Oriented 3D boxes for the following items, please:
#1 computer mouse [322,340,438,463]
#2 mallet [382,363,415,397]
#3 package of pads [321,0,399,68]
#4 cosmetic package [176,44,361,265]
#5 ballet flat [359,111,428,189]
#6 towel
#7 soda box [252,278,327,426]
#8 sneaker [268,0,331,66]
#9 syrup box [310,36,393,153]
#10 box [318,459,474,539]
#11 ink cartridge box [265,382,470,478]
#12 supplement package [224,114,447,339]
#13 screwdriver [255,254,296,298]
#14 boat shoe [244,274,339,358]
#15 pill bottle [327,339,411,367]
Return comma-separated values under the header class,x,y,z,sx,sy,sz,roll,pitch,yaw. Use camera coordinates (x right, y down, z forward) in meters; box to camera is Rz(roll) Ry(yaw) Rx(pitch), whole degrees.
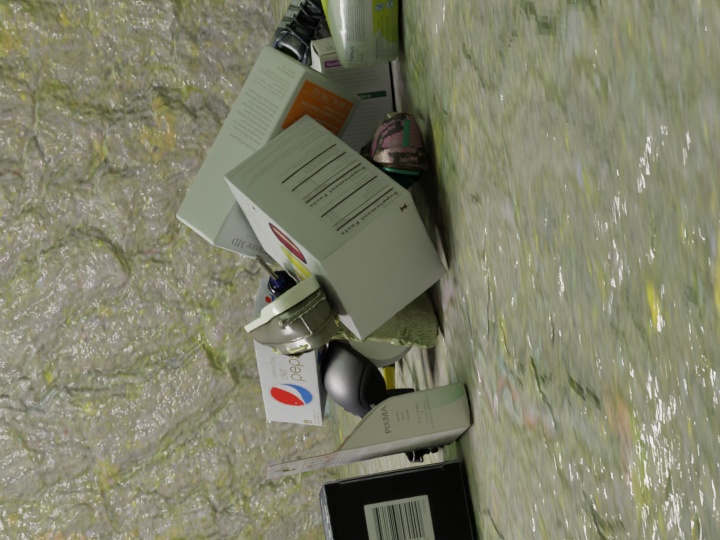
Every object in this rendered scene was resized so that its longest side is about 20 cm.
class,x,y,z,sx,sy,sz,roll,pitch,yaw
computer mouse,0.019,0.156,1.794,0.140,0.046,0.200,33,163,19
mallet,0.026,0.130,2.042,0.200,0.065,0.042,-108,9,-63
package of pads,-0.009,-0.320,1.654,0.155,0.067,0.201,87,173,-46
cosmetic package,-0.094,-0.117,1.694,0.071,0.101,0.201,35,100,37
ballet flat,0.032,-0.119,1.621,0.200,0.068,0.072,149,130,-81
towel,0.000,0.000,1.713,0.201,0.147,0.037,-104,28,-45
soda box,-0.073,0.091,1.774,0.201,0.067,0.064,87,-170,-55
sneaker,-0.055,-0.286,1.876,0.201,0.073,0.081,-61,3,45
syrup box,-0.004,-0.153,1.807,0.079,0.080,0.202,-117,21,-70
box,0.035,0.268,1.728,0.200,0.146,0.106,111,150,-79
ink cartridge box,0.002,0.160,1.617,0.161,0.198,0.051,107,153,-77
supplement package,-0.026,-0.045,1.589,0.200,0.109,0.114,40,164,49
screwdriver,-0.081,0.002,1.586,0.028,0.029,0.200,44,172,11
boat shoe,-0.064,0.054,1.579,0.061,0.072,0.202,55,167,1
pill bottle,0.008,0.050,1.839,0.200,0.110,0.112,-162,64,-82
